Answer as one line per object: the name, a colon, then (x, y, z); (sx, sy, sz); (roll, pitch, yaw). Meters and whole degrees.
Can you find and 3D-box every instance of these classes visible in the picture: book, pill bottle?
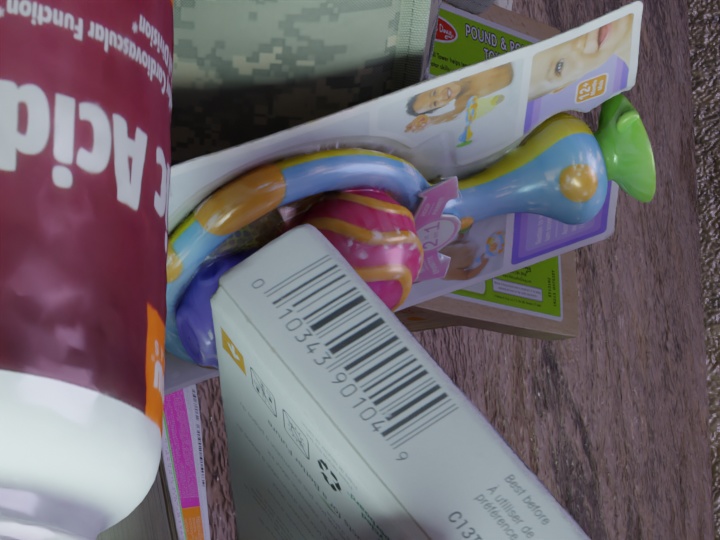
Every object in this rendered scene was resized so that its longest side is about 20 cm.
book: (-0.073, 0.095, 0.926); (0.200, 0.048, 0.134); (73, 12, -84)
pill bottle: (-0.099, -0.002, 0.587); (0.114, 0.114, 0.201); (50, 37, -66)

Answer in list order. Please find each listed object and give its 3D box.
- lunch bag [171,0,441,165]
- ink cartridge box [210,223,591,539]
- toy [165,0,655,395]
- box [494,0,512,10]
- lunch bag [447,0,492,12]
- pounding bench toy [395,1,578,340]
lunch bag: (-0.055, -0.092, 0.808); (0.200, 0.163, 0.118); (97, 0, -51)
ink cartridge box: (0.032, 0.114, 0.734); (0.198, 0.043, 0.200); (48, -22, 25)
toy: (0.000, 0.000, 0.779); (0.047, 0.199, 0.115); (57, -19, 31)
box: (-0.009, -0.205, 1.203); (0.109, 0.127, 0.201); (-81, 160, -46)
lunch bag: (0.022, -0.198, 0.894); (0.200, 0.164, 0.118); (31, 28, -27)
pounding bench toy: (-0.035, -0.036, 1.000); (0.200, 0.155, 0.125); (11, 73, -55)
